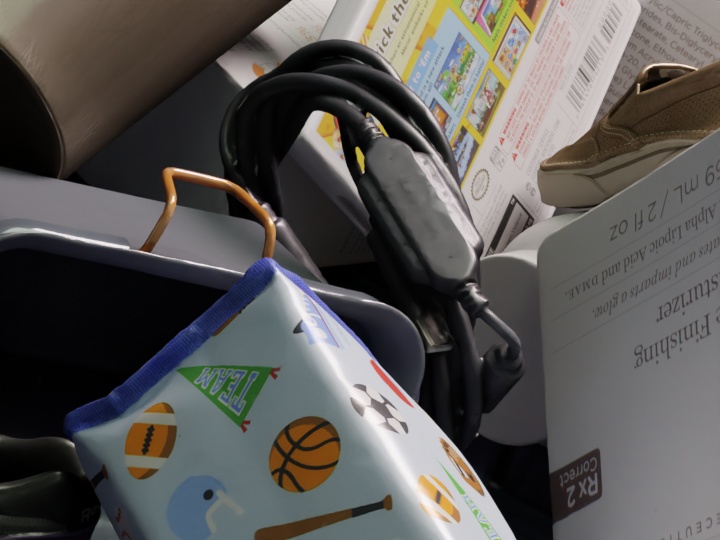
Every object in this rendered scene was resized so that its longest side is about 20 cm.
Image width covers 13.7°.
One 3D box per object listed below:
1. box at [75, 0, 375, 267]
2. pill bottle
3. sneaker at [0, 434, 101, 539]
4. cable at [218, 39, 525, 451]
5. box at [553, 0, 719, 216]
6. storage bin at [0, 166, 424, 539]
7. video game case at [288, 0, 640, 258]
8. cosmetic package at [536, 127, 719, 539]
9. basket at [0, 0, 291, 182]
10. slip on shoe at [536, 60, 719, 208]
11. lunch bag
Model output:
[{"bbox_3d":[-0.033,-0.075,1.433,0.200,0.098,0.124,-6,41,-48],"label":"box"},{"bbox_3d":[0.128,0.025,1.382,0.113,0.113,0.200,42,30,29],"label":"pill bottle"},{"bbox_3d":[-0.188,0.062,1.052,0.199,0.088,0.076,19,27,-15],"label":"sneaker"},{"bbox_3d":[0.000,0.000,1.246,0.051,0.163,0.200,-16,56,-27],"label":"cable"},{"bbox_3d":[0.198,-0.089,1.570,0.200,0.172,0.199,37,23,19],"label":"box"},{"bbox_3d":[-0.095,0.019,1.177,0.199,0.146,0.134,12,20,-28],"label":"storage bin"},{"bbox_3d":[0.050,-0.095,1.389,0.023,0.200,0.182,8,-27,38],"label":"video game case"},{"bbox_3d":[0.186,0.065,1.217,0.164,0.165,0.201,12,63,-28],"label":"cosmetic package"},{"bbox_3d":[-0.114,-0.136,1.269,0.180,0.136,0.200,50,56,-20],"label":"basket"},{"bbox_3d":[0.139,-0.062,1.328,0.076,0.061,0.200,-5,0,-20],"label":"slip on shoe"},{"bbox_3d":[0.004,0.121,1.059,0.170,0.124,0.200,59,9,33],"label":"lunch bag"}]
